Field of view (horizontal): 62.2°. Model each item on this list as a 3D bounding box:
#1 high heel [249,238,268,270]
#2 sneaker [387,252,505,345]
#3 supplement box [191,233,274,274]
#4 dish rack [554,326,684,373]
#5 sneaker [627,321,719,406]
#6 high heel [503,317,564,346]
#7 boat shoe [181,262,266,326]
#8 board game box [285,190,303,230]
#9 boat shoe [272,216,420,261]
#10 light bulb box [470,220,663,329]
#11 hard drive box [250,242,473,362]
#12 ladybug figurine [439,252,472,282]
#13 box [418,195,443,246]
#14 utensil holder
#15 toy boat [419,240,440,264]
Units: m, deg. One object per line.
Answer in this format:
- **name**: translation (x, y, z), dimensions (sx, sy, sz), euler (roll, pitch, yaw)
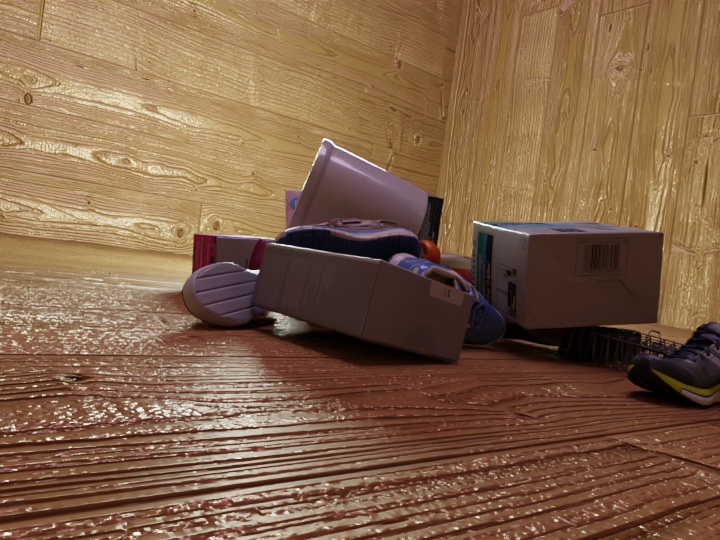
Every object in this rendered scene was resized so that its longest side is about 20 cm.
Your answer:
- **high heel**: translation (-0.060, 0.015, 0.835), dimensions (0.196, 0.098, 0.067), euler (8, 0, -2)
- **sneaker**: translation (0.119, 0.047, 0.775), dimensions (0.198, 0.077, 0.077), euler (28, -8, -25)
- **supplement box**: translation (-0.219, -0.008, 1.009), dimensions (0.102, 0.103, 0.199), euler (2, 3, -24)
- **dish rack**: translation (0.374, 0.110, 0.778), dimensions (0.151, 0.056, 0.199), euler (6, 4, -24)
- **sneaker**: translation (0.355, 0.094, 0.624), dimensions (0.197, 0.083, 0.074), euler (7, 1, -30)
- **high heel**: translation (0.260, 0.088, 0.981), dimensions (0.197, 0.068, 0.096), euler (19, -19, 15)
- **boat shoe**: translation (-0.154, 0.034, 0.716), dimensions (0.070, 0.073, 0.199), euler (-16, -7, 22)
- **board game box**: translation (-0.041, -0.051, 1.121), dimensions (0.196, 0.204, 0.041), euler (-3, -7, 0)
- **boat shoe**: translation (-0.021, -0.034, 0.809), dimensions (0.196, 0.073, 0.073), euler (2, 26, -11)
- **light bulb box**: translation (0.281, -0.003, 0.854), dimensions (0.194, 0.127, 0.200), euler (-1, 10, -11)
- **hard drive box**: translation (-0.002, 0.034, 0.666), dimensions (0.155, 0.078, 0.198), euler (20, -6, -43)
- **ladybug figurine**: translation (0.148, 0.017, 1.075), dimensions (0.198, 0.073, 0.135), euler (10, -19, -40)
- **box**: translation (0.078, -0.054, 1.199), dimensions (0.138, 0.204, 0.079), euler (8, 0, -12)
- **utensil holder**: translation (-0.006, -0.102, 1.014), dimensions (0.197, 0.173, 0.170), euler (23, -1, -9)
- **toy boat**: translation (0.092, 0.018, 0.926), dimensions (0.128, 0.133, 0.200), euler (8, -5, 17)
